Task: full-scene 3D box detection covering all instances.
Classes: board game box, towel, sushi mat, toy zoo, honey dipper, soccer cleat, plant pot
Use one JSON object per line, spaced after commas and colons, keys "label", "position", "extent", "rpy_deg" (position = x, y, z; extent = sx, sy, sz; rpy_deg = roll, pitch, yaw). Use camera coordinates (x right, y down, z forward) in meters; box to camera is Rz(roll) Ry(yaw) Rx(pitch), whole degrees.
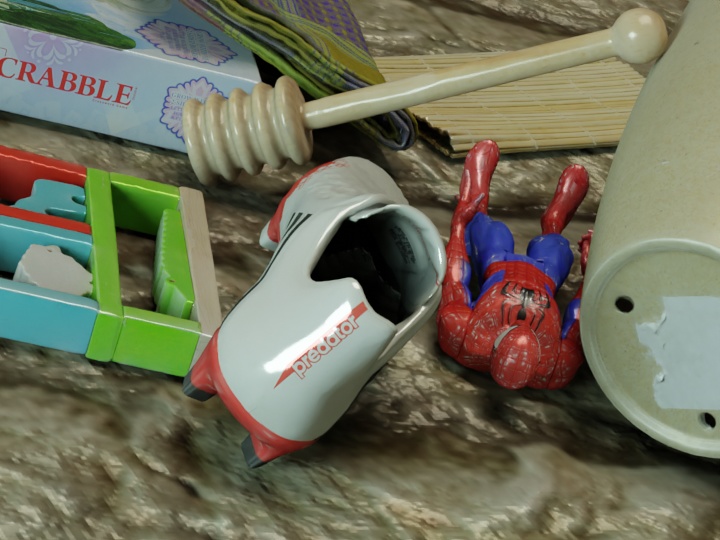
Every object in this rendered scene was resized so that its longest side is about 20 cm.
{"label": "board game box", "position": [-0.151, -0.124, 1.271], "extent": [0.199, 0.041, 0.200], "rpy_deg": [12, 23, -15]}
{"label": "towel", "position": [-0.044, -0.132, 1.301], "extent": [0.143, 0.023, 0.200], "rpy_deg": [33, 16, -25]}
{"label": "sushi mat", "position": [0.083, -0.084, 1.392], "extent": [0.200, 0.012, 0.096], "rpy_deg": [-6, 32, -44]}
{"label": "toy zoo", "position": [-0.151, -0.016, 1.053], "extent": [0.199, 0.021, 0.131], "rpy_deg": [13, 23, -12]}
{"label": "honey dipper", "position": [0.027, -0.072, 1.165], "extent": [0.199, 0.038, 0.038], "rpy_deg": [-12, 19, 12]}
{"label": "soccer cleat", "position": [0.000, 0.000, 1.026], "extent": [0.069, 0.085, 0.200], "rpy_deg": [49, 25, -7]}
{"label": "plant pot", "position": [0.169, -0.017, 1.121], "extent": [0.187, 0.188, 0.200], "rpy_deg": [25, 38, 17]}

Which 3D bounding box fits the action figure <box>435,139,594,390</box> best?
{"label": "action figure", "position": [0.063, -0.001, 1.148], "extent": [0.065, 0.052, 0.200], "rpy_deg": [20, 25, -5]}
